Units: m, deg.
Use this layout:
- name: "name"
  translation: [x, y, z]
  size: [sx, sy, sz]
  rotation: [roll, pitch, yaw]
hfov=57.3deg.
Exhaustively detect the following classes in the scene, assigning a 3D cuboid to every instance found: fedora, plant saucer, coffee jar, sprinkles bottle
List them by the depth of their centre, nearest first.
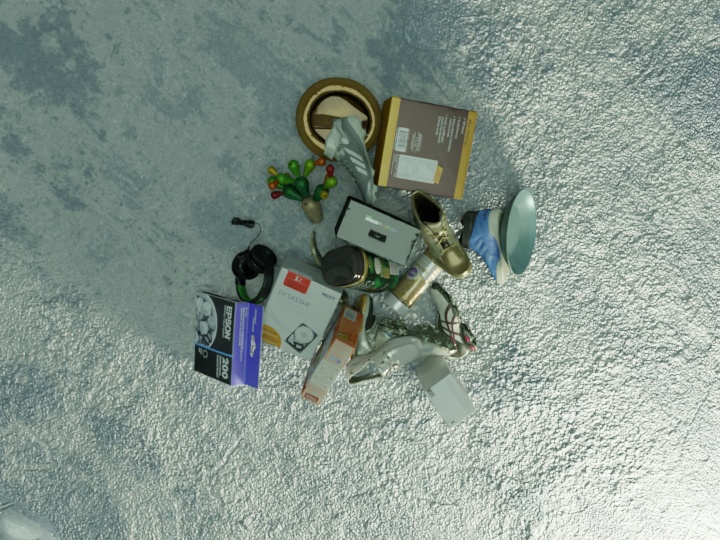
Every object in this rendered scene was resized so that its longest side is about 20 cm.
- name: "coffee jar"
  translation: [0.000, 0.000, 1.512]
  size: [0.103, 0.199, 0.087]
  rotation: [-13, 75, 31]
- name: "fedora"
  translation: [-0.050, -0.346, 1.523]
  size: [0.198, 0.082, 0.204]
  rotation: [0, 99, -3]
- name: "plant saucer"
  translation: [0.365, -0.092, 1.554]
  size: [0.038, 0.200, 0.204]
  rotation: [8, 100, 33]
- name: "sprinkles bottle"
  translation: [0.143, 0.016, 1.595]
  size: [0.068, 0.068, 0.200]
  rotation: [39, 94, -8]

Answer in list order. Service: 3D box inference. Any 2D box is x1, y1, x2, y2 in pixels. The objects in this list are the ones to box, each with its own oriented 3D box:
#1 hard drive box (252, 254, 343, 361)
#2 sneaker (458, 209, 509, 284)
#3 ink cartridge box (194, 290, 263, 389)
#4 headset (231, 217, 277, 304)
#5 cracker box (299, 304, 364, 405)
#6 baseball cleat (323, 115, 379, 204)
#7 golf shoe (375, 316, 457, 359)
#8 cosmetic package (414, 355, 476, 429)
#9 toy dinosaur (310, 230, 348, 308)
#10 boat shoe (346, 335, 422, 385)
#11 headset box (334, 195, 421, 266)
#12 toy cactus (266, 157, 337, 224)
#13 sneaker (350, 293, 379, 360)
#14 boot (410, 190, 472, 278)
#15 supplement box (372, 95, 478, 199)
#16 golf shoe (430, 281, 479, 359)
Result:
- name: "hard drive box"
  translation: [-0.146, 0.089, 1.555]
  size: [0.154, 0.077, 0.202]
  rotation: [23, 114, -4]
- name: "sneaker"
  translation: [0.296, -0.058, 1.595]
  size: [0.110, 0.077, 0.202]
  rotation: [4, 130, 29]
- name: "ink cartridge box"
  translation: [-0.313, 0.163, 1.547]
  size: [0.198, 0.043, 0.201]
  rotation: [10, 100, 36]
- name: "headset"
  translation: [-0.261, -0.023, 1.540]
  size: [0.093, 0.123, 0.203]
  rotation: [12, 67, -43]
- name: "cracker box"
  translation: [-0.067, 0.198, 1.543]
  size: [0.057, 0.134, 0.201]
  rotation: [26, 121, -6]
- name: "baseball cleat"
  translation: [-0.025, -0.238, 1.457]
  size: [0.105, 0.070, 0.203]
  rotation: [-11, 84, -11]
- name: "golf shoe"
  translation: [0.129, 0.181, 1.580]
  size: [0.197, 0.078, 0.098]
  rotation: [16, 113, -3]
- name: "cosmetic package"
  translation: [0.198, 0.279, 1.570]
  size: [0.081, 0.200, 0.113]
  rotation: [-36, 99, 3]
- name: "toy dinosaur"
  translation: [-0.102, 0.014, 1.595]
  size: [0.087, 0.047, 0.202]
  rotation: [-28, 97, -5]
- name: "boat shoe"
  translation: [0.054, 0.219, 1.528]
  size: [0.199, 0.070, 0.071]
  rotation: [-28, 112, 19]
- name: "headset box"
  translation: [0.036, -0.093, 1.506]
  size: [0.172, 0.200, 0.094]
  rotation: [23, 97, -7]
- name: "toy cactus"
  translation: [-0.128, -0.178, 1.526]
  size: [0.198, 0.103, 0.166]
  rotation: [-4, 129, 24]
- name: "sneaker"
  translation: [0.024, 0.155, 1.616]
  size: [0.087, 0.076, 0.203]
  rotation: [-1, 102, -19]
- name: "boot"
  translation: [0.179, -0.079, 1.482]
  size: [0.072, 0.155, 0.201]
  rotation: [-33, 75, 0]
- name: "supplement box"
  translation: [0.142, -0.279, 1.513]
  size: [0.197, 0.133, 0.200]
  rotation: [8, 98, -8]
- name: "golf shoe"
  translation: [0.212, 0.126, 1.614]
  size: [0.087, 0.077, 0.201]
  rotation: [-28, 99, 9]
